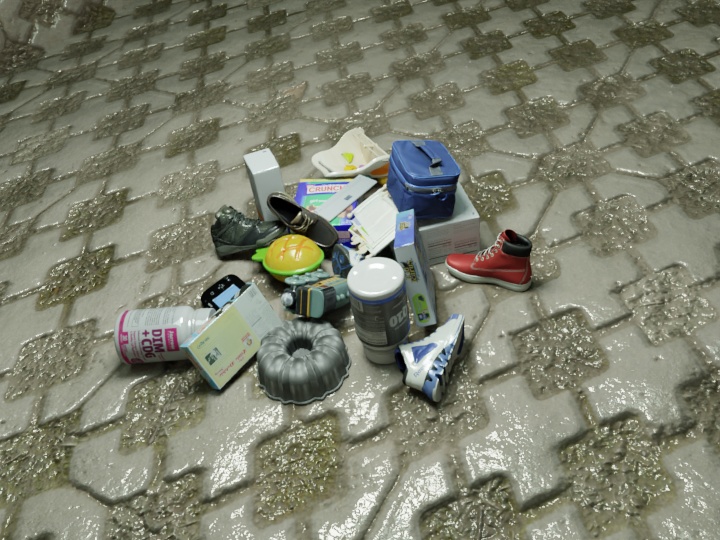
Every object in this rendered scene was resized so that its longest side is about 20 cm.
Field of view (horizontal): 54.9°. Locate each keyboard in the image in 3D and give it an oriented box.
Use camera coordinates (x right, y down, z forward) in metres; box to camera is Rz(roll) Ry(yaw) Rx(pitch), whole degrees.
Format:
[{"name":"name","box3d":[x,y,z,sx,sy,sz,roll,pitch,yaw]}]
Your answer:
[{"name":"keyboard","box3d":[-0.037,-0.184,1.738,0.056,0.011,0.200,28,50,24]}]

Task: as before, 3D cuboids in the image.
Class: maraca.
[{"name":"maraca","box3d":[-0.170,-0.033,1.627,0.136,0.108,0.199,-27,32,-33]}]

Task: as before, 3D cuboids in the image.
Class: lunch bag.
[{"name":"lunch bag","box3d":[0.141,-0.212,1.567,0.134,0.133,0.201,-6,37,-14]}]

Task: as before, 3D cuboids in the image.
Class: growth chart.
[{"name":"growth chart","box3d":[0.033,-0.112,1.602,0.144,0.018,0.201,-35,39,7]}]

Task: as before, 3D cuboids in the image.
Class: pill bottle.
[{"name":"pill bottle","box3d":[0.041,0.084,1.377,0.112,0.201,0.114,-6,40,5]},{"name":"pill bottle","box3d":[-0.405,0.134,1.465,0.197,0.114,0.114,-5,40,4]}]

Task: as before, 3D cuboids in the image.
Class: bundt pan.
[{"name":"bundt pan","box3d":[-0.120,0.170,1.404,0.199,0.076,0.203,-5,41,4]}]

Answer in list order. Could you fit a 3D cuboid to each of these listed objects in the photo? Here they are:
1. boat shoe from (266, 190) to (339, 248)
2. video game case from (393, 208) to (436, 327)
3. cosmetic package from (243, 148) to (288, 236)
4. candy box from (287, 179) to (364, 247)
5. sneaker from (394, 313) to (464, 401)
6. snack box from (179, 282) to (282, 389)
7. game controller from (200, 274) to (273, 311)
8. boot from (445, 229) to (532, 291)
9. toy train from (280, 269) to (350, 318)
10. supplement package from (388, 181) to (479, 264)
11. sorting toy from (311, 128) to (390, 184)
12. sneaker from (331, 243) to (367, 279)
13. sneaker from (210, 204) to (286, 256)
[{"name":"boat shoe","box3d":[-0.143,-0.114,1.639,0.199,0.075,0.073,32,11,3]},{"name":"video game case","box3d":[0.114,-0.009,1.448,0.045,0.183,0.200,-13,22,10]},{"name":"cosmetic package","box3d":[-0.230,-0.191,1.745,0.071,0.202,0.102,-19,40,-12]},{"name":"candy box","box3d":[-0.085,-0.149,1.766,0.167,0.078,0.201,-1,41,8]},{"name":"sneaker","box3d":[0.132,0.158,1.368,0.114,0.081,0.200,13,47,21]},{"name":"snack box","box3d":[-0.262,0.133,1.429,0.037,0.117,0.200,-4,35,51]},{"name":"game controller","box3d":[-0.280,0.080,1.562,0.104,0.042,0.199,-32,45,-25]},{"name":"boot","box3d":[0.280,-0.040,1.523,0.198,0.145,0.073,12,46,24]},{"name":"toy train","box3d":[-0.086,0.051,1.488,0.113,0.086,0.200,10,12,25]},{"name":"supplement package","box3d":[0.166,-0.106,1.646,0.198,0.112,0.156,-12,40,-5]},{"name":"sorting toy","box3d":[-0.031,-0.291,1.870,0.178,0.108,0.200,-12,36,-23]},{"name":"sneaker","box3d":[0.000,0.000,1.596,0.076,0.076,0.200,-7,34,-35]},{"name":"sneaker","box3d":[-0.283,-0.111,1.693,0.197,0.115,0.076,-12,22,20]}]
